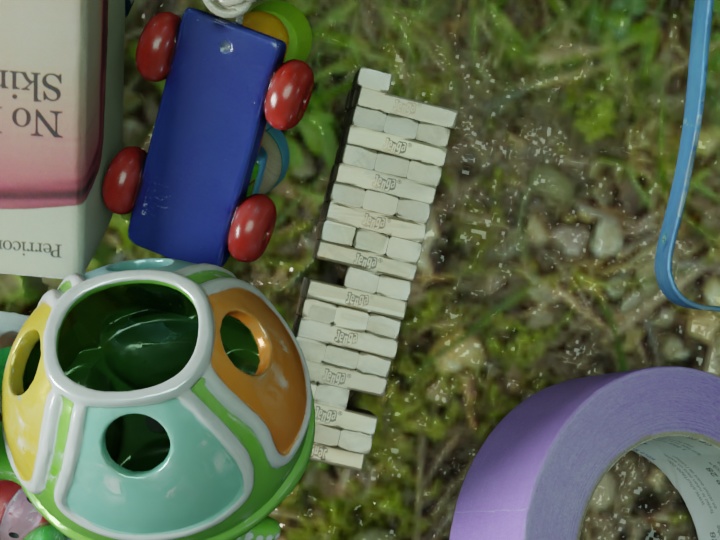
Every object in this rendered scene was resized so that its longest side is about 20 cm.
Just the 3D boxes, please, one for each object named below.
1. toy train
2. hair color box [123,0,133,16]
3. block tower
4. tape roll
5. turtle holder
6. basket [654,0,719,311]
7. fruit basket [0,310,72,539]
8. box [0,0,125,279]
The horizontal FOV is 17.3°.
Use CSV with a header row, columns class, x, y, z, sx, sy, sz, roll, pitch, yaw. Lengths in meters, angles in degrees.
class,x,y,z,sx,sy,sz,roll,pitch,yaw
toy train,-0.053,-0.110,1.154,0.084,0.116,0.201,20,112,9
hair color box,-0.129,-0.242,1.206,0.099,0.061,0.201,21,89,-4
block tower,0.000,0.000,1.219,0.057,0.054,0.202,13,89,-5
tape roll,0.142,0.151,1.181,0.199,0.065,0.202,5,81,-32
turtle holder,-0.116,0.054,1.117,0.184,0.132,0.142,18,66,15
basket,0.251,-0.057,1.197,0.198,0.139,0.178,9,90,-15
fruit basket,-0.205,0.109,1.181,0.198,0.094,0.187,11,84,-11
box,-0.183,-0.111,1.134,0.127,0.109,0.202,5,114,3
